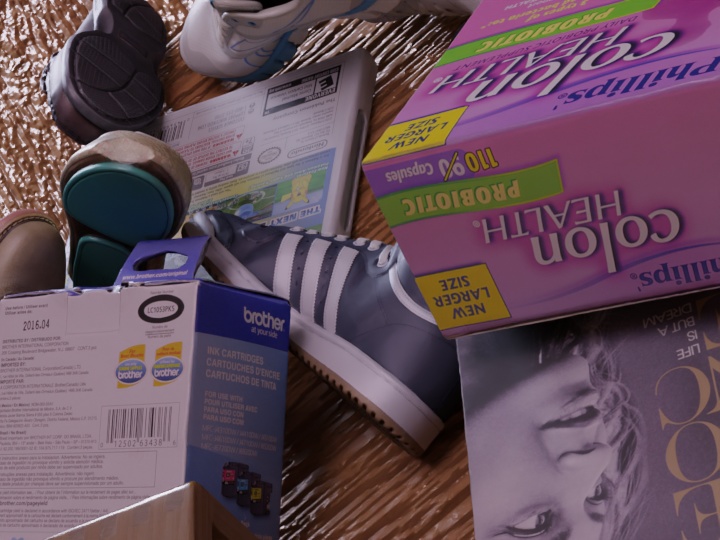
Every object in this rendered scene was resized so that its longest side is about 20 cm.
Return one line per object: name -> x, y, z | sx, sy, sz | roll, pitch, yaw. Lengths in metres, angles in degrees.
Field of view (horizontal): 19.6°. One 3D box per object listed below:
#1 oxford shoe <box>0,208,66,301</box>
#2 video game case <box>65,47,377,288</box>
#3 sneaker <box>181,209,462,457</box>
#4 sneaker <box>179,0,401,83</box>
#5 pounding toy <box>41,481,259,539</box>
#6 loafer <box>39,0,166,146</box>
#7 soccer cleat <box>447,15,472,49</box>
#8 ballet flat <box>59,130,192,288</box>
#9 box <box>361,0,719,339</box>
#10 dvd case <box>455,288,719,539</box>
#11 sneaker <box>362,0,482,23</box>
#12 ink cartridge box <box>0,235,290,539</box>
oxford shoe -> -0.181, 0.069, 1.109 | 0.074, 0.071, 0.200 | 21, 104, 41
video game case -> -0.088, -0.032, 1.204 | 0.200, 0.022, 0.182 | -16, 45, 27
sneaker -> 0.000, 0.000, 1.051 | 0.109, 0.070, 0.200 | -48, 50, -4
sneaker -> -0.063, -0.161, 1.214 | 0.200, 0.087, 0.075 | -23, 78, 52
pounding toy -> -0.093, 0.217, 0.837 | 0.142, 0.184, 0.200 | -24, 42, 21
loafer -> -0.164, -0.117, 1.301 | 0.063, 0.072, 0.200 | -43, 17, 21
soccer cleat -> 0.135, -0.152, 1.105 | 0.200, 0.068, 0.081 | -27, 32, 7
ballet flat -> -0.122, -0.038, 1.092 | 0.200, 0.067, 0.062 | 123, 169, -65
box -> 0.126, -0.075, 0.950 | 0.176, 0.097, 0.200 | -12, 27, 32
dvd case -> 0.115, 0.069, 0.886 | 0.149, 0.016, 0.200 | -21, 44, 17
sneaker -> 0.045, -0.173, 1.204 | 0.200, 0.075, 0.100 | 46, 124, 40
ink cartridge box -> -0.109, 0.079, 1.009 | 0.136, 0.076, 0.200 | -5, 78, 36
